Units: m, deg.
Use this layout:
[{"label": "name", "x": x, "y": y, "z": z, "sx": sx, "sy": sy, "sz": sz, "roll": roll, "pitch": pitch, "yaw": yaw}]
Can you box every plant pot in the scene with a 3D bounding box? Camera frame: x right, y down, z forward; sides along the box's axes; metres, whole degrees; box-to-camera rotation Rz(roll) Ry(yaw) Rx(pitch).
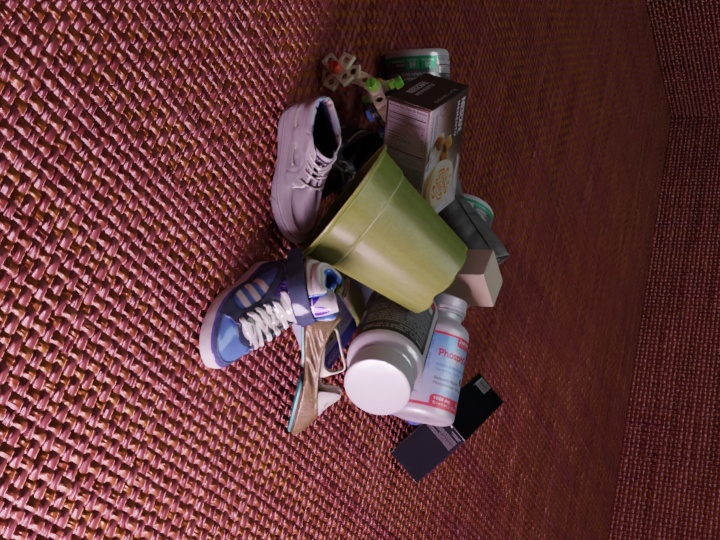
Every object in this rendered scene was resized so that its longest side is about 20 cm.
[{"label": "plant pot", "x": 0.045, "y": -0.042, "z": 1.337, "sx": 0.190, "sy": 0.200, "sz": 0.200, "roll": 38, "pitch": 47, "yaw": -7}]

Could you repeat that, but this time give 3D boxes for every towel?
[{"label": "towel", "x": 0.000, "y": 0.000, "z": 1.501, "sx": 0.144, "sy": 0.023, "sz": 0.201, "roll": 63, "pitch": 27, "yaw": -49}]

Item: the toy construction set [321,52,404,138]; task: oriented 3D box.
[{"label": "toy construction set", "x": 0.026, "y": -0.275, "z": 1.475, "sx": 0.200, "sy": 0.092, "sz": 0.132, "roll": 20, "pitch": 44, "yaw": -54}]

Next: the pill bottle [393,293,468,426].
[{"label": "pill bottle", "x": 0.115, "y": 0.142, "z": 1.518, "sx": 0.109, "sy": 0.108, "sz": 0.201, "roll": 37, "pitch": 61, "yaw": -56}]

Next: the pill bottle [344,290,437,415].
[{"label": "pill bottle", "x": 0.044, "y": 0.112, "z": 1.379, "sx": 0.200, "sy": 0.113, "sz": 0.114, "roll": -65, "pitch": 146, "yaw": -57}]

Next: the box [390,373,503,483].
[{"label": "box", "x": 0.162, "y": 0.287, "z": 1.729, "sx": 0.079, "sy": 0.141, "sz": 0.200, "roll": 50, "pitch": 31, "yaw": 9}]

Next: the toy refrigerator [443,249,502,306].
[{"label": "toy refrigerator", "x": 0.136, "y": 0.009, "z": 1.613, "sx": 0.070, "sy": 0.199, "sz": 0.076, "roll": -63, "pitch": 142, "yaw": -39}]

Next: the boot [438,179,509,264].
[{"label": "boot", "x": 0.157, "y": -0.082, "z": 1.659, "sx": 0.181, "sy": 0.073, "sz": 0.201, "roll": -16, "pitch": 77, "yaw": -36}]

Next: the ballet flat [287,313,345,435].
[{"label": "ballet flat", "x": -0.059, "y": 0.147, "z": 1.353, "sx": 0.068, "sy": 0.072, "sz": 0.201, "roll": -92, "pitch": -170, "yaw": -80}]

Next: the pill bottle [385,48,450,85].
[{"label": "pill bottle", "x": 0.102, "y": -0.277, "z": 1.626, "sx": 0.113, "sy": 0.113, "sz": 0.201, "roll": -17, "pitch": 106, "yaw": -60}]

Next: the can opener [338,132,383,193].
[{"label": "can opener", "x": 0.025, "y": -0.178, "z": 1.527, "sx": 0.079, "sy": 0.063, "sz": 0.200, "roll": 41, "pitch": 44, "yaw": -19}]

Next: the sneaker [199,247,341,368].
[{"label": "sneaker", "x": -0.105, "y": 0.053, "z": 1.223, "sx": 0.200, "sy": 0.146, "sz": 0.081, "roll": -56, "pitch": 138, "yaw": -45}]

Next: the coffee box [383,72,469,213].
[{"label": "coffee box", "x": 0.095, "y": -0.183, "z": 1.435, "sx": 0.114, "sy": 0.079, "sz": 0.201, "roll": -39, "pitch": 143, "yaw": -44}]

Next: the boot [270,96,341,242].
[{"label": "boot", "x": -0.073, "y": -0.142, "z": 1.309, "sx": 0.073, "sy": 0.095, "sz": 0.201, "roll": 0, "pitch": 86, "yaw": -33}]

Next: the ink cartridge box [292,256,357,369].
[{"label": "ink cartridge box", "x": -0.058, "y": 0.067, "z": 1.427, "sx": 0.119, "sy": 0.042, "sz": 0.201, "roll": -53, "pitch": 138, "yaw": -46}]

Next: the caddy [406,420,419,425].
[{"label": "caddy", "x": 0.089, "y": 0.166, "z": 1.630, "sx": 0.141, "sy": 0.104, "sz": 0.201, "roll": 43, "pitch": 55, "yaw": -53}]

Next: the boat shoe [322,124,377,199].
[{"label": "boat shoe", "x": -0.035, "y": -0.163, "z": 1.429, "sx": 0.200, "sy": 0.062, "sz": 0.073, "roll": -54, "pitch": 137, "yaw": -46}]

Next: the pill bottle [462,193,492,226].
[{"label": "pill bottle", "x": 0.176, "y": -0.033, "z": 1.762, "sx": 0.113, "sy": 0.113, "sz": 0.201, "roll": 49, "pitch": 50, "yaw": -51}]
